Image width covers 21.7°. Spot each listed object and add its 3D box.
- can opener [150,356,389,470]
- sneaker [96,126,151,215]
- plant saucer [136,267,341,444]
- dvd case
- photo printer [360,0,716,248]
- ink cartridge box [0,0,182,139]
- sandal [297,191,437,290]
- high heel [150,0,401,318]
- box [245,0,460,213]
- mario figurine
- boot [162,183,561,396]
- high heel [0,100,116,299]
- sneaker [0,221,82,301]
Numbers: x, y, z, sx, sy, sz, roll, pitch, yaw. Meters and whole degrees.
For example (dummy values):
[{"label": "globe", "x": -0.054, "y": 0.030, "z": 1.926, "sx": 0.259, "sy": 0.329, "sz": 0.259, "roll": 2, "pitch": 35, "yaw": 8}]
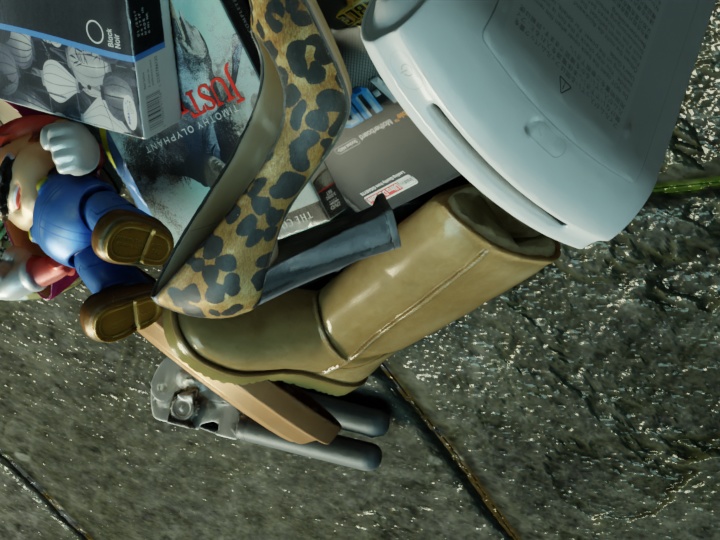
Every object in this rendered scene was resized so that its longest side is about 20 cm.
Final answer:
[{"label": "can opener", "x": -0.070, "y": 0.111, "z": 1.469, "sx": 0.198, "sy": 0.054, "sz": 0.067, "roll": 13, "pitch": 177, "yaw": 16}, {"label": "sneaker", "x": -0.103, "y": -0.035, "z": 1.235, "sx": 0.078, "sy": 0.066, "sz": 0.201, "roll": 35, "pitch": 161, "yaw": 47}, {"label": "plant saucer", "x": -0.100, "y": 0.062, "z": 1.325, "sx": 0.200, "sy": 0.032, "sz": 0.200, "roll": 38, "pitch": 179, "yaw": 1}, {"label": "dvd case", "x": -0.102, "y": -0.105, "z": 1.104, "sx": 0.145, "sy": 0.022, "sz": 0.201, "roll": -17, "pitch": 104, "yaw": 46}, {"label": "photo printer", "x": 0.089, "y": -0.122, "z": 0.895, "sx": 0.166, "sy": 0.201, "sz": 0.069, "roll": 41, "pitch": 143, "yaw": -26}, {"label": "ink cartridge box", "x": -0.195, "y": -0.147, "z": 1.117, "sx": 0.199, "sy": 0.039, "sz": 0.100, "roll": 17, "pitch": 125, "yaw": 35}, {"label": "sandal", "x": 0.000, "y": 0.000, "z": 1.271, "sx": 0.075, "sy": 0.045, "sz": 0.200, "roll": 31, "pitch": 132, "yaw": -22}, {"label": "high heel", "x": -0.072, "y": -0.075, "z": 1.015, "sx": 0.141, "sy": 0.071, "sz": 0.202, "roll": -20, "pitch": 108, "yaw": -3}, {"label": "box", "x": 0.014, "y": -0.120, "z": 1.082, "sx": 0.159, "sy": 0.046, "sz": 0.199, "roll": 40, "pitch": 143, "yaw": -21}, {"label": "mario figurine", "x": -0.197, "y": -0.033, "z": 1.162, "sx": 0.106, "sy": 0.124, "sz": 0.200, "roll": 40, "pitch": 180, "yaw": -41}, {"label": "boot", "x": -0.003, "y": 0.005, "z": 1.179, "sx": 0.174, "sy": 0.067, "sz": 0.200, "roll": 10, "pitch": 147, "yaw": -40}, {"label": "high heel", "x": -0.240, "y": -0.075, "z": 1.258, "sx": 0.067, "sy": 0.097, "sz": 0.200, "roll": -10, "pitch": 134, "yaw": 41}, {"label": "sneaker", "x": -0.284, "y": -0.047, "z": 1.354, "sx": 0.199, "sy": 0.077, "sz": 0.089, "roll": 24, "pitch": 138, "yaw": -4}]
